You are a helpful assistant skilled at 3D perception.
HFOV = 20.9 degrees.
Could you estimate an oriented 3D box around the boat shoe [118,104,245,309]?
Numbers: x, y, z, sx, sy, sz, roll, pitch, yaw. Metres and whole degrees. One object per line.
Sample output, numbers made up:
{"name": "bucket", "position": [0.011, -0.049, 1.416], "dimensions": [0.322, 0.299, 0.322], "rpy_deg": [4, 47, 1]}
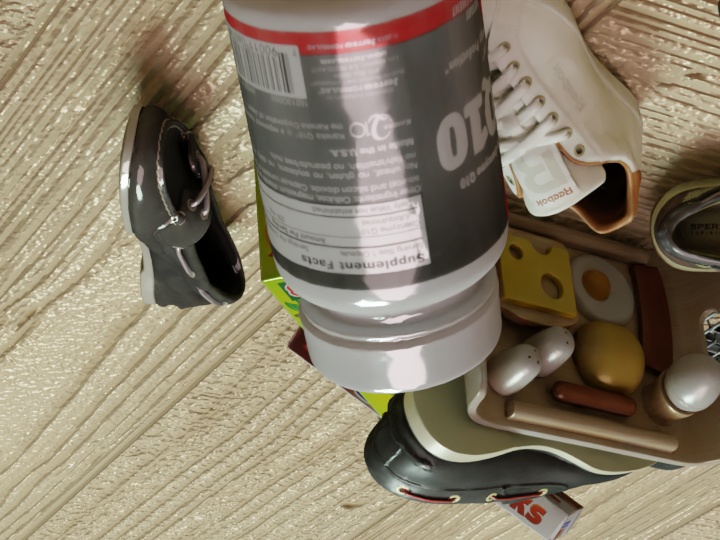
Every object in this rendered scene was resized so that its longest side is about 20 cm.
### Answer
{"name": "boat shoe", "position": [-0.093, -0.032, 1.050], "dimensions": [0.057, 0.067, 0.200], "rpy_deg": [6, 158, 2]}

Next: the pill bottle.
{"name": "pill bottle", "position": [0.008, -0.053, 0.899], "dimensions": [0.113, 0.114, 0.201], "rpy_deg": [-8, 120, 5]}

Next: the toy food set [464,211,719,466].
{"name": "toy food set", "position": [0.138, 0.024, 1.114], "dimensions": [0.199, 0.144, 0.060], "rpy_deg": [14, 146, -31]}

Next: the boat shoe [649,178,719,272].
{"name": "boat shoe", "position": [0.264, -0.026, 1.099], "dimensions": [0.199, 0.074, 0.065], "rpy_deg": [-10, -170, 9]}

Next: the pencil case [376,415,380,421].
{"name": "pencil case", "position": [0.089, 0.063, 1.248], "dimensions": [0.078, 0.090, 0.200], "rpy_deg": [-18, 167, -44]}

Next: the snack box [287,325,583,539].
{"name": "snack box", "position": [0.046, 0.096, 1.197], "dimensions": [0.024, 0.200, 0.072], "rpy_deg": [-55, 167, 6]}

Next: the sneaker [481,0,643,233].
{"name": "sneaker", "position": [0.087, -0.081, 0.976], "dimensions": [0.073, 0.085, 0.200], "rpy_deg": [-23, 144, 32]}

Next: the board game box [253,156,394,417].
{"name": "board game box", "position": [0.000, 0.000, 1.090], "dimensions": [0.047, 0.102, 0.200], "rpy_deg": [-14, 150, 15]}

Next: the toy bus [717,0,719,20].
{"name": "toy bus", "position": [0.233, -0.127, 0.934], "dimensions": [0.078, 0.065, 0.200], "rpy_deg": [-23, 147, 29]}

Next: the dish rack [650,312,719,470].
{"name": "dish rack", "position": [0.224, 0.072, 1.311], "dimensions": [0.153, 0.055, 0.200], "rpy_deg": [15, 143, -35]}

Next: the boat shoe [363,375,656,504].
{"name": "boat shoe", "position": [0.091, 0.095, 1.123], "dimensions": [0.201, 0.074, 0.063], "rpy_deg": [3, 145, -38]}
